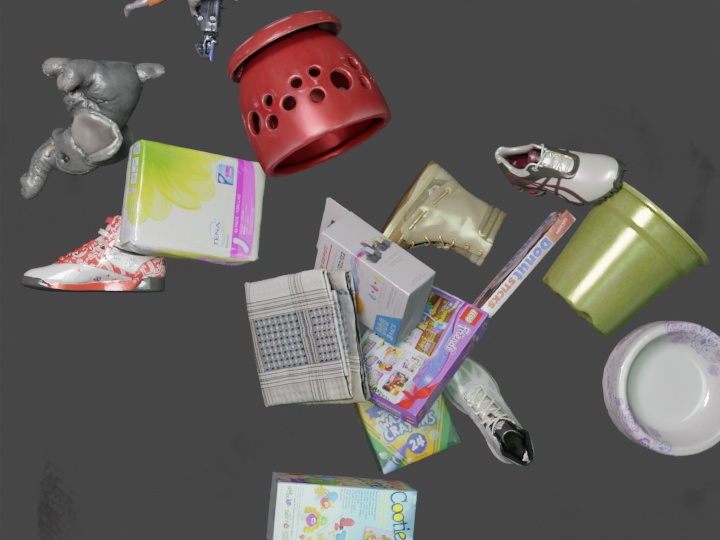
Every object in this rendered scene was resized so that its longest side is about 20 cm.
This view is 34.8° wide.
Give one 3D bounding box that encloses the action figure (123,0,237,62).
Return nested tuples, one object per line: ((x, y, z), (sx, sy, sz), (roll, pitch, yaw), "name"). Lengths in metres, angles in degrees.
((-0.249, -0.405, 1.653), (0.193, 0.105, 0.200), (-4, 87, 0), "action figure")

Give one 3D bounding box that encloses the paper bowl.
((0.466, 0.176, 1.745), (0.200, 0.104, 0.201), (0, 88, -10), "paper bowl")

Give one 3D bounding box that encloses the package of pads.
((-0.237, -0.090, 1.630), (0.200, 0.068, 0.155), (9, 81, -29), "package of pads")

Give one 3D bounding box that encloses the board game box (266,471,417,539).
((-0.029, 0.355, 1.661), (0.200, 0.103, 0.105), (6, 87, -8), "board game box")

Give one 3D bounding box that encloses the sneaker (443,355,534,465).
((0.195, 0.204, 1.695), (0.076, 0.115, 0.201), (-38, 94, -8), "sneaker")

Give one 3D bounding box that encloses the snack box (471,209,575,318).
((0.243, -0.009, 1.731), (0.024, 0.072, 0.200), (42, 82, -5), "snack box")

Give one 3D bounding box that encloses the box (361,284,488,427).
((0.077, 0.113, 1.658), (0.137, 0.039, 0.200), (27, 62, 23), "box")

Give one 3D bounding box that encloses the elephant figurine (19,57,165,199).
((-0.382, -0.196, 1.625), (0.141, 0.155, 0.200), (-7, 103, -52), "elephant figurine")

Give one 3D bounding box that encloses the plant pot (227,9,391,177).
((-0.083, -0.252, 1.628), (0.200, 0.200, 0.183), (-27, 85, -9), "plant pot")

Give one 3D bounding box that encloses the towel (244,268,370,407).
((-0.081, 0.099, 1.633), (0.035, 0.200, 0.193), (-8, 89, -53), "towel")

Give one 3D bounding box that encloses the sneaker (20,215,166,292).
((-0.379, -0.023, 1.638), (0.201, 0.067, 0.108), (1, 87, -12), "sneaker")

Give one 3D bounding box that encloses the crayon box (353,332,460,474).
((0.053, 0.185, 1.706), (0.126, 0.052, 0.200), (-21, 91, -9), "crayon box")

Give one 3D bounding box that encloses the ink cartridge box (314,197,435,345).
((0.000, 0.000, 1.631), (0.200, 0.115, 0.068), (36, 50, 20), "ink cartridge box")

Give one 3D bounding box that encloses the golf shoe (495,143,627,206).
((0.288, -0.145, 1.683), (0.088, 0.200, 0.077), (29, 73, -46), "golf shoe")

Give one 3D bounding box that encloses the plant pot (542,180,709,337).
((0.378, -0.010, 1.708), (0.200, 0.200, 0.184), (42, 95, -6), "plant pot")

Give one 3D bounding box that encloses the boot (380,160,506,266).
((0.112, -0.043, 1.711), (0.155, 0.073, 0.200), (34, 76, -4), "boot")
